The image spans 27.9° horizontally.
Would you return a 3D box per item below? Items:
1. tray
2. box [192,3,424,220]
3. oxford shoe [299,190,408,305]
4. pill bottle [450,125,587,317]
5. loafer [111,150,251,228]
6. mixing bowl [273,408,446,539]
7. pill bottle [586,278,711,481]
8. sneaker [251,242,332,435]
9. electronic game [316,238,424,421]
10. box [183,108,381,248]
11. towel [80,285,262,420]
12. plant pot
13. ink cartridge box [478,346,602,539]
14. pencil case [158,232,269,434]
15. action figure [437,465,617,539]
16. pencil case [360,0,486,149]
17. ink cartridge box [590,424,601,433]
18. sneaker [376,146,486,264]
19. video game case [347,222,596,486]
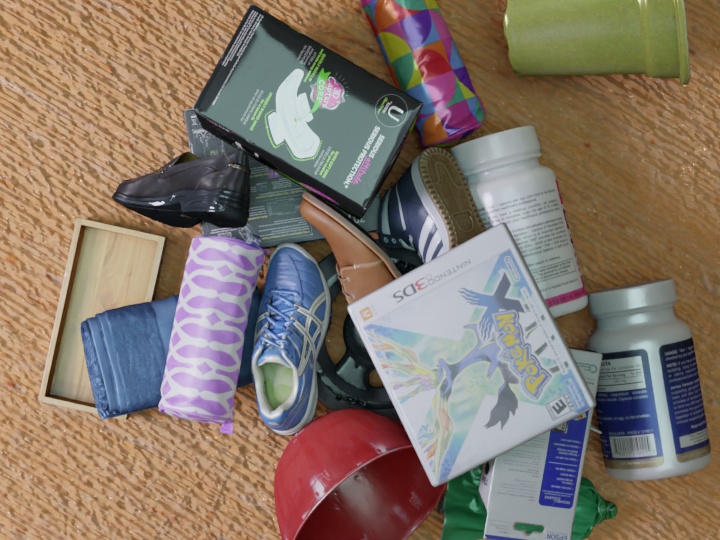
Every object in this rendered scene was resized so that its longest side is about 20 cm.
[{"bbox_3d":[-0.279,0.052,1.576,0.098,0.037,0.202,12,90,-2],"label":"tray"},{"bbox_3d":[-0.052,-0.157,1.481,0.199,0.149,0.125,30,87,0],"label":"box"},{"bbox_3d":[0.000,0.000,1.516,0.071,0.071,0.200,-43,98,3],"label":"oxford shoe"},{"bbox_3d":[0.165,-0.045,1.547,0.112,0.113,0.202,-15,90,-1],"label":"pill bottle"},{"bbox_3d":[-0.184,-0.088,1.524,0.199,0.073,0.073,5,76,40],"label":"loafer"},{"bbox_3d":[-0.016,0.220,1.523,0.200,0.200,0.109,-39,55,-1],"label":"mixing bowl"},{"bbox_3d":[0.304,0.115,1.549,0.114,0.116,0.202,-9,90,-1],"label":"pill bottle"},{"bbox_3d":[-0.074,0.070,1.511,0.075,0.077,0.202,-2,83,13],"label":"sneaker"},{"bbox_3d":[0.020,0.066,1.579,0.198,0.042,0.202,-1,96,-7],"label":"electronic game"},{"bbox_3d":[-0.082,-0.108,1.576,0.198,0.044,0.162,-9,90,-1],"label":"box"},{"bbox_3d":[-0.193,0.083,1.548,0.198,0.048,0.113,-12,89,-18],"label":"towel"},{"bbox_3d":[0.242,-0.282,1.526,0.182,0.200,0.203,-8,90,11],"label":"plant pot"},{"bbox_3d":[0.177,0.173,1.459,0.098,0.039,0.202,10,90,-16],"label":"ink cartridge box"},{"bbox_3d":[-0.151,0.061,1.499,0.085,0.083,0.202,21,78,-44],"label":"pencil case"},{"bbox_3d":[0.185,0.251,1.577,0.198,0.055,0.119,10,88,-8],"label":"action figure"},{"bbox_3d":[0.069,-0.232,1.562,0.088,0.088,0.202,-21,92,-1],"label":"pencil case"},{"bbox_3d":[0.142,0.152,1.530,0.198,0.116,0.068,21,95,-15],"label":"ink cartridge box"},{"bbox_3d":[0.082,-0.016,1.516,0.070,0.108,0.202,-8,74,-35],"label":"sneaker"},{"bbox_3d":[0.107,0.083,1.428,0.181,0.022,0.201,-28,82,12],"label":"video game case"}]
